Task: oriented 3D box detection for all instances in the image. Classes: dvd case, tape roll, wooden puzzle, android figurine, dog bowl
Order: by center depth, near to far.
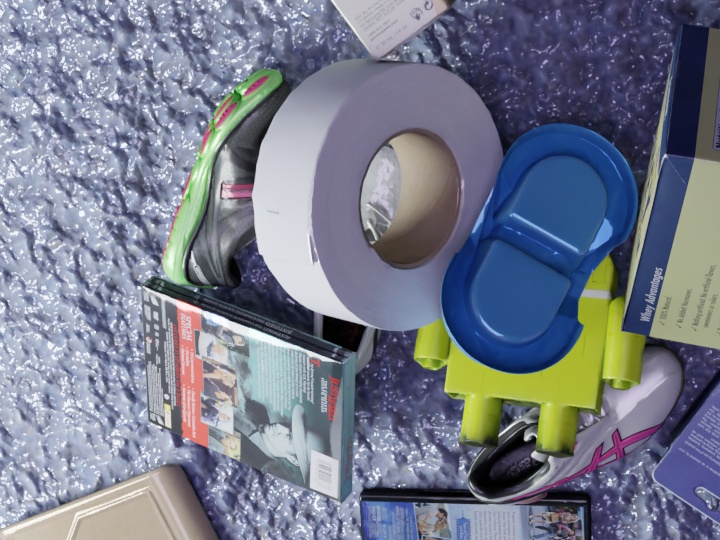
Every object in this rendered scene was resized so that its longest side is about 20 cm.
[{"bbox_3d":[0.016,-0.058,1.261,0.071,0.202,0.203,13,116,48],"label":"tape roll"},{"bbox_3d":[0.130,-0.013,1.261,0.111,0.050,0.201,29,76,-3],"label":"dog bowl"},{"bbox_3d":[0.135,0.043,1.313,0.181,0.041,0.201,7,79,18],"label":"android figurine"},{"bbox_3d":[-0.094,0.098,1.374,0.199,0.022,0.147,20,127,27],"label":"dvd case"},{"bbox_3d":[0.101,0.257,1.444,0.199,0.018,0.143,0,107,11],"label":"dvd case"},{"bbox_3d":[-0.212,0.283,1.503,0.199,0.037,0.186,-23,102,12],"label":"wooden puzzle"}]

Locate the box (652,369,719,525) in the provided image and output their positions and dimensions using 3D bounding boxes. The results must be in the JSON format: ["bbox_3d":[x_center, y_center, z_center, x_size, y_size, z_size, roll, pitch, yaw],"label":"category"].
[{"bbox_3d":[0.337,0.119,1.348,0.121,0.032,0.200,33,109,-1],"label":"box"}]

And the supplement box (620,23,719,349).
[{"bbox_3d":[0.306,-0.047,1.204,0.199,0.135,0.200,10,141,7],"label":"supplement box"}]

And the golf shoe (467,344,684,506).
[{"bbox_3d":[0.174,0.131,1.345,0.200,0.092,0.073,-38,76,17],"label":"golf shoe"}]

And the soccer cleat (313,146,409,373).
[{"bbox_3d":[0.000,0.000,1.342,0.068,0.085,0.201,16,110,5],"label":"soccer cleat"}]

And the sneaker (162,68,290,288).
[{"bbox_3d":[-0.095,-0.073,1.351,0.083,0.077,0.201,19,117,-10],"label":"sneaker"}]

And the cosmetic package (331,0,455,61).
[{"bbox_3d":[-0.013,-0.264,1.250,0.073,0.104,0.200,-33,101,18],"label":"cosmetic package"}]
